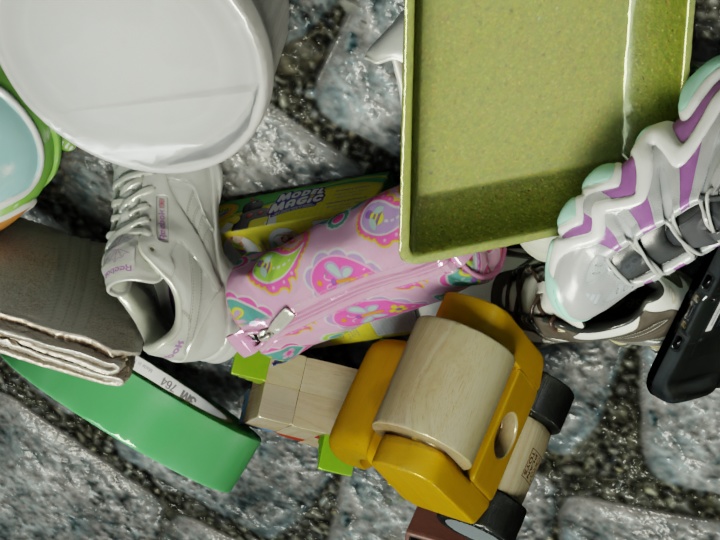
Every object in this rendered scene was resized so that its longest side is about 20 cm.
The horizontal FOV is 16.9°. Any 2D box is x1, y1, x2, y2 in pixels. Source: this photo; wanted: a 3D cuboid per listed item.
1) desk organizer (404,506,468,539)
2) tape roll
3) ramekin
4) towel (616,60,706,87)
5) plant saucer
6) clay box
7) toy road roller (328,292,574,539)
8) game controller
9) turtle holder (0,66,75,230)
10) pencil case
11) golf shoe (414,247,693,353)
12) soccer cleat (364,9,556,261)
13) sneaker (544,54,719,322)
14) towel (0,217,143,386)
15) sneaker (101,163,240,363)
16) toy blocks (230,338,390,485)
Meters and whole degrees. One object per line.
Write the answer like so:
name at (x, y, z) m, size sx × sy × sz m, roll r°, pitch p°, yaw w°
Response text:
desk organizer at (0.071, 0.249, 1.883) m, size 0.071 × 0.077 × 0.201 m, roll 15°, pitch 134°, yaw 12°
tape roll at (-0.169, 0.093, 1.787) m, size 0.200 × 0.048 × 0.200 m, roll 32°, pitch 180°, yaw 0°
ramekin at (-0.138, -0.170, 1.592) m, size 0.201 × 0.094 × 0.203 m, roll 13°, pitch 133°, yaw 14°
towel at (0.144, -0.082, 1.589) m, size 0.199 × 0.023 × 0.153 m, roll 8°, pitch 133°, yaw 19°
plant saucer at (0.105, -0.118, 1.475) m, size 0.199 × 0.048 × 0.201 m, roll -11°, pitch 118°, yaw -23°
clay box at (-0.047, 0.000, 1.735) m, size 0.199 × 0.048 × 0.115 m, roll -8°, pitch 125°, yaw 31°
toy road roller at (0.042, 0.095, 1.620) m, size 0.145 × 0.123 × 0.200 m, roll 16°, pitch 163°, yaw 27°
game controller at (0.253, 0.013, 1.578) m, size 0.104 × 0.042 × 0.200 m, roll -7°, pitch 140°, yaw -24°
turtle holder at (-0.291, -0.103, 1.696) m, size 0.140 × 0.132 × 0.186 m, roll 13°, pitch 134°, yaw 15°
pencil case at (0.000, 0.000, 1.624) m, size 0.199 × 0.088 × 0.088 m, roll -22°, pitch 118°, yaw 33°
golf shoe at (0.125, 0.014, 1.626) m, size 0.199 × 0.078 × 0.094 m, roll -3°, pitch 167°, yaw 18°
soccer cleat at (0.069, -0.081, 1.548) m, size 0.200 × 0.077 × 0.069 m, roll 61°, pitch 169°, yaw -25°
sneaker at (0.206, -0.031, 1.454) m, size 0.078 × 0.140 × 0.200 m, roll 35°, pitch 95°, yaw -38°
towel at (-0.214, 0.016, 1.715) m, size 0.132 × 0.200 × 0.035 m, roll 18°, pitch 111°, yaw -9°
sneaker at (-0.139, -0.032, 1.670) m, size 0.075 × 0.099 × 0.201 m, roll -25°, pitch 78°, yaw 36°
toy blocks at (-0.008, 0.104, 1.770) m, size 0.199 × 0.100 × 0.137 m, roll 14°, pitch 171°, yaw -9°
